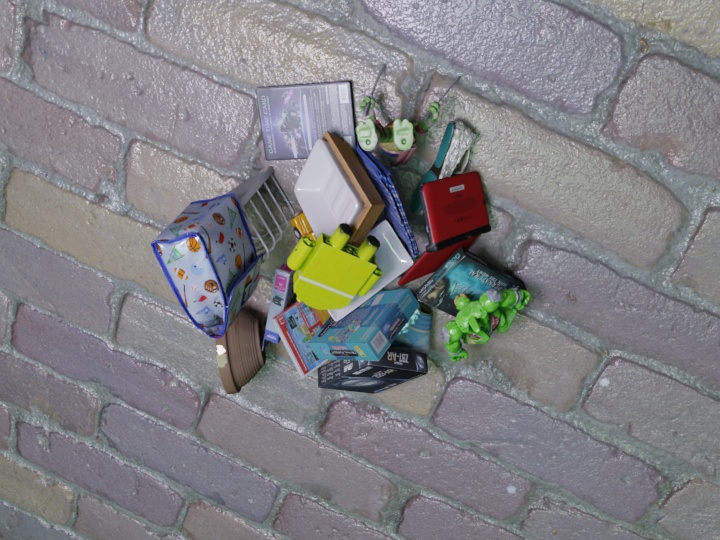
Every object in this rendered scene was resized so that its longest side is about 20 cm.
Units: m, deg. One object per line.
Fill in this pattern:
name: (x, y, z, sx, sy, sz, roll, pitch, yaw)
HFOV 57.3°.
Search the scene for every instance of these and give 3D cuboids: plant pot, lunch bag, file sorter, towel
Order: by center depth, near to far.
lunch bag: (-0.255, -0.007, 1.172, 0.121, 0.171, 0.204, -7, 116, 20)
towel: (0.050, -0.132, 1.244, 0.023, 0.146, 0.202, -28, 130, -4)
file sorter: (-0.231, -0.095, 1.330, 0.136, 0.201, 0.126, -24, 110, 22)
plant pot: (-0.262, 0.165, 1.462, 0.090, 0.202, 0.206, -7, 113, -4)

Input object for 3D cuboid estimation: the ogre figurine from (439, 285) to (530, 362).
ogre figurine: (0.233, 0.097, 1.281, 0.197, 0.100, 0.119, -24, 150, 26)

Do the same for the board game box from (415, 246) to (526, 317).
board game box: (0.222, 0.040, 1.311, 0.197, 0.029, 0.135, 24, 123, -35)

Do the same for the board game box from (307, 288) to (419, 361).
board game box: (0.004, 0.109, 1.309, 0.198, 0.151, 0.047, -9, 124, 52)

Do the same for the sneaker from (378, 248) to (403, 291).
sneaker: (0.029, -0.042, 1.364, 0.079, 0.075, 0.203, -23, 109, 7)

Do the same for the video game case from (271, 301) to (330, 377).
video game case: (-0.077, 0.111, 1.403, 0.017, 0.198, 0.146, 6, 125, 60)

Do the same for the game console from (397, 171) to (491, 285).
game console: (0.149, -0.082, 1.251, 0.117, 0.198, 0.177, -8, 98, 42)

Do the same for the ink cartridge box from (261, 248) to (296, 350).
ink cartridge box: (-0.163, 0.068, 1.424, 0.041, 0.120, 0.204, 19, 117, 7)

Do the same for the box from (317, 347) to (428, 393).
box: (0.023, 0.212, 1.396, 0.157, 0.045, 0.199, 13, 152, -33)

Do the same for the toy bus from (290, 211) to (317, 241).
toy bus: (-0.065, -0.035, 1.361, 0.203, 0.064, 0.078, 61, 156, -9)

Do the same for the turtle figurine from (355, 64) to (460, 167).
turtle figurine: (0.063, -0.286, 1.177, 0.142, 0.194, 0.202, 32, 114, 0)

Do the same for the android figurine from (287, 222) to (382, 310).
android figurine: (-0.051, 0.002, 1.236, 0.179, 0.042, 0.201, 20, 127, -24)

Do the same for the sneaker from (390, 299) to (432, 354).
sneaker: (0.063, 0.109, 1.397, 0.194, 0.080, 0.134, 3, 113, -15)

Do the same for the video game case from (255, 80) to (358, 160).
video game case: (-0.106, -0.296, 1.310, 0.194, 0.019, 0.147, 1, 113, 15)

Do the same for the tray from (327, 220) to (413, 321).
tray: (0.000, 0.000, 1.318, 0.198, 0.022, 0.108, -36, 101, -3)

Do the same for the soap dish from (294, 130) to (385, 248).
soap dish: (-0.042, -0.140, 1.268, 0.202, 0.080, 0.159, 60, 136, 30)

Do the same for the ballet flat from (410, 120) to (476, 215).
ballet flat: (0.164, -0.186, 1.266, 0.070, 0.072, 0.203, 26, 117, 1)
